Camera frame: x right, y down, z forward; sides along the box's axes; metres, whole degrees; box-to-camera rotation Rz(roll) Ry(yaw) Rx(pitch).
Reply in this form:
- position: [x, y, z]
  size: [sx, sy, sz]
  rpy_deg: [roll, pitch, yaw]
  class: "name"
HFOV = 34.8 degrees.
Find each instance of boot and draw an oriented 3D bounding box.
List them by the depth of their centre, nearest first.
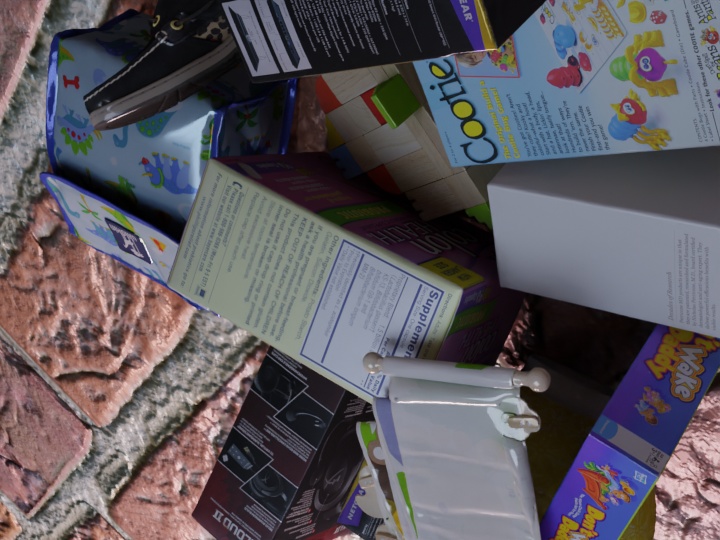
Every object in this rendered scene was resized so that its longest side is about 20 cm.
- position: [-0.128, -0.201, 0.769]
  size: [0.151, 0.199, 0.073]
  rpy_deg: [56, 175, -7]
  class: "boot"

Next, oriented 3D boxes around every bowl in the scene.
- position: [0.140, 0.128, 0.856]
  size: [0.199, 0.200, 0.109]
  rpy_deg: [26, 96, 21]
  class: "bowl"

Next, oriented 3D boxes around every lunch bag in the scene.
- position: [-0.158, -0.079, 0.912]
  size: [0.169, 0.127, 0.202]
  rpy_deg: [27, 126, 21]
  class: "lunch bag"

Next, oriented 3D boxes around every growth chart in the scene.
- position: [0.055, 0.138, 0.706]
  size: [0.143, 0.018, 0.202]
  rpy_deg: [9, 119, 33]
  class: "growth chart"

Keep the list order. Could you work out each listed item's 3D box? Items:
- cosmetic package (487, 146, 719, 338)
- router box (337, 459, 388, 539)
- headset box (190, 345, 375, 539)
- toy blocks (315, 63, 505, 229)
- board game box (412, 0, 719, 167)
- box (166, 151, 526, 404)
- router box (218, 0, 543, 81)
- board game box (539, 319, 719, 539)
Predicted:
- position: [0.188, -0.031, 0.695]
  size: [0.198, 0.108, 0.086]
  rpy_deg: [14, 133, 34]
  class: "cosmetic package"
- position: [0.098, 0.198, 0.852]
  size: [0.156, 0.199, 0.053]
  rpy_deg: [27, 96, 30]
  class: "router box"
- position: [-0.034, 0.133, 0.895]
  size: [0.077, 0.148, 0.202]
  rpy_deg: [34, 108, 25]
  class: "headset box"
- position: [0.021, -0.109, 0.795]
  size: [0.201, 0.100, 0.136]
  rpy_deg: [54, 151, -12]
  class: "toy blocks"
- position: [0.139, -0.134, 0.649]
  size: [0.198, 0.103, 0.106]
  rpy_deg: [0, 124, 40]
  class: "board game box"
- position: [0.000, 0.000, 0.812]
  size: [0.199, 0.176, 0.098]
  rpy_deg: [28, 107, 19]
  class: "box"
- position: [0.045, -0.174, 0.606]
  size: [0.156, 0.200, 0.053]
  rpy_deg: [0, 125, 41]
  class: "router box"
- position: [0.183, 0.088, 0.729]
  size: [0.044, 0.200, 0.135]
  rpy_deg: [31, 140, 15]
  class: "board game box"
